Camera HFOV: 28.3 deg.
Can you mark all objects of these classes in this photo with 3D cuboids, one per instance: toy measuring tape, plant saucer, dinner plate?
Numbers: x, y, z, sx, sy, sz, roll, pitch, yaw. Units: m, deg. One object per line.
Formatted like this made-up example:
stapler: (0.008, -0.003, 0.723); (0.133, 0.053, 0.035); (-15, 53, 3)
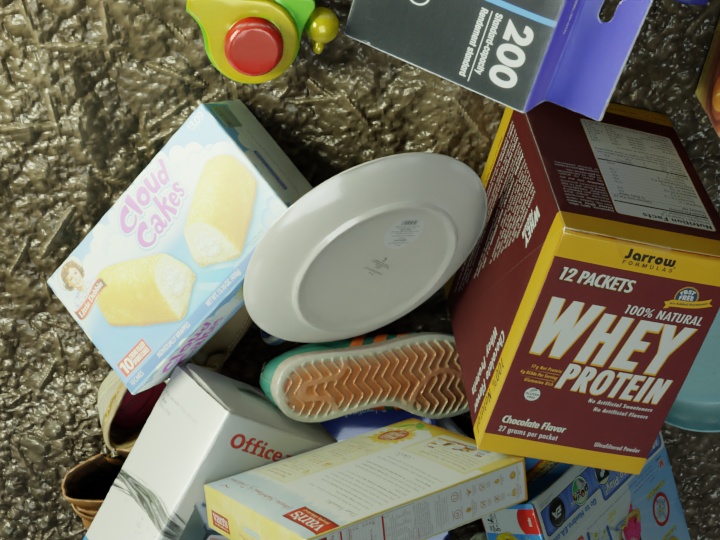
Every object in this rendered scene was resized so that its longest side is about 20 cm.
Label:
toy measuring tape: (-0.113, -0.169, 1.005); (0.197, 0.074, 0.074); (2, 125, -7)
plant saucer: (0.320, 0.054, 1.230); (0.197, 0.028, 0.202); (-2, 125, -3)
dinner plate: (0.009, -0.007, 1.055); (0.198, 0.024, 0.201); (-20, 144, -15)

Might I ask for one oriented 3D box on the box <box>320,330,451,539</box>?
box: (0.010, 0.160, 1.219); (0.119, 0.032, 0.203); (-9, 100, 0)

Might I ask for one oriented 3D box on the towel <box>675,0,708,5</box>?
towel: (0.199, -0.286, 0.972); (0.145, 0.050, 0.202); (5, 126, -13)

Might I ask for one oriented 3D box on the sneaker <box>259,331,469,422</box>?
sneaker: (0.013, 0.079, 1.160); (0.197, 0.080, 0.073); (0, 101, -22)

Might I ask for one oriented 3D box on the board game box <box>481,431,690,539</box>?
board game box: (0.193, 0.231, 1.152); (0.055, 0.199, 0.199); (-7, 105, 41)

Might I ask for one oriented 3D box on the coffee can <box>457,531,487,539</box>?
coffee can: (0.164, 0.311, 1.271); (0.146, 0.147, 0.199); (-42, 148, 22)

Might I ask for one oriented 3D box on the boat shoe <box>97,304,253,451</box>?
boat shoe: (-0.146, 0.078, 1.171); (0.073, 0.070, 0.200); (30, 117, -24)

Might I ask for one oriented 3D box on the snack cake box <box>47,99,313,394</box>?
snack cake box: (-0.131, -0.018, 1.076); (0.115, 0.067, 0.200); (49, 113, 9)

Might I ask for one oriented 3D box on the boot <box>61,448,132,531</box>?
boot: (-0.144, 0.178, 1.207); (0.197, 0.078, 0.156); (-15, 148, 6)

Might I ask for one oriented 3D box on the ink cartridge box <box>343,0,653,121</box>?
ink cartridge box: (0.105, -0.213, 0.967); (0.198, 0.044, 0.200); (22, 125, 5)

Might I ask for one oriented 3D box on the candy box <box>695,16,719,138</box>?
candy box: (0.304, -0.184, 1.008); (0.056, 0.117, 0.202); (4, 125, -8)

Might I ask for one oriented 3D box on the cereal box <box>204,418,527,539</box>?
cereal box: (0.004, 0.164, 1.048); (0.198, 0.143, 0.040); (-14, 106, -32)

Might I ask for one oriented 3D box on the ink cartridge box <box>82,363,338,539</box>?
ink cartridge box: (-0.120, 0.194, 1.124); (0.146, 0.086, 0.202); (24, 98, -43)

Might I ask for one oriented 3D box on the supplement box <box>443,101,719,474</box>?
supplement box: (0.162, 0.005, 1.072); (0.131, 0.201, 0.199); (10, 123, -12)

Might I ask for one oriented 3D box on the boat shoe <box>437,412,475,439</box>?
boat shoe: (0.139, 0.176, 1.270); (0.198, 0.072, 0.065); (24, 125, -14)

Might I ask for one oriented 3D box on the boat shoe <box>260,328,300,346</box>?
boat shoe: (0.000, 0.000, 1.132); (0.072, 0.073, 0.200); (28, 122, -33)
